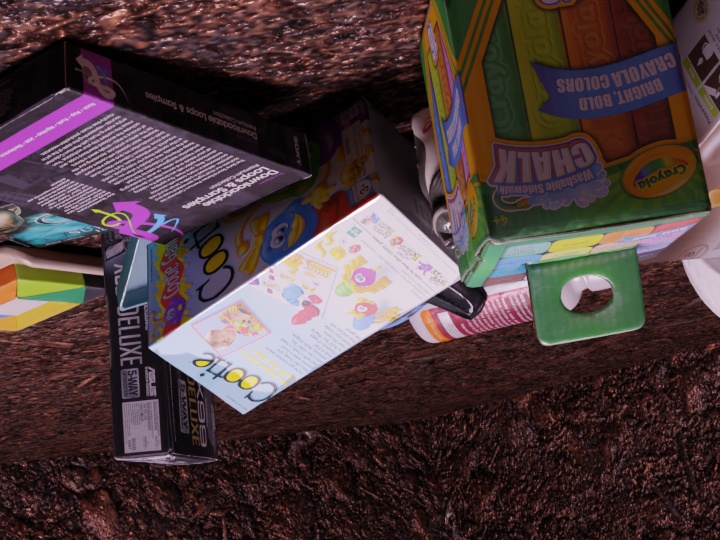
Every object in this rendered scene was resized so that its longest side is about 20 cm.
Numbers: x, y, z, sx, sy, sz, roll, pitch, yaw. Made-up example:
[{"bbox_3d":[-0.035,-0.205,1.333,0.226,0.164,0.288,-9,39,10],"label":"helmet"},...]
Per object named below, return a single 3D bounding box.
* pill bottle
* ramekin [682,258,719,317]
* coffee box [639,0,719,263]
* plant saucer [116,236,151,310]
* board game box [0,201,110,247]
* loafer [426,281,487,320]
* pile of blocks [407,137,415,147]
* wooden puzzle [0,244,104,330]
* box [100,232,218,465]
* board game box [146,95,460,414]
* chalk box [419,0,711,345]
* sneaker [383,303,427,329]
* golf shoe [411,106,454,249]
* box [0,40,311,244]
[{"bbox_3d":[0.144,-0.003,1.346,0.199,0.114,0.113,-14,169,21],"label":"pill bottle"},{"bbox_3d":[0.339,-0.049,1.093,0.199,0.202,0.105,-15,159,24],"label":"ramekin"},{"bbox_3d":[0.226,-0.094,0.878,0.114,0.080,0.200,-3,146,-30],"label":"coffee box"},{"bbox_3d":[-0.109,-0.021,1.091,0.199,0.019,0.070,-18,137,-48],"label":"plant saucer"},{"bbox_3d":[-0.170,-0.059,0.997,0.199,0.028,0.135,-13,169,11],"label":"board game box"},{"bbox_3d":[0.000,0.000,1.071,0.199,0.071,0.068,23,169,-4],"label":"loafer"},{"bbox_3d":[0.074,-0.055,1.100,0.062,0.083,0.200,-14,168,23],"label":"pile of blocks"},{"bbox_3d":[-0.314,0.022,1.259,0.199,0.038,0.185,-16,168,28],"label":"wooden puzzle"},{"bbox_3d":[-0.164,0.058,1.147,0.049,0.202,0.158,-7,169,6],"label":"box"},{"bbox_3d":[-0.041,-0.008,0.961,0.199,0.103,0.105,-32,131,21],"label":"board game box"},{"bbox_3d":[0.112,-0.063,0.777,0.124,0.201,0.124,-10,169,-4],"label":"chalk box"},{"bbox_3d":[0.070,-0.004,1.281,0.200,0.066,0.078,-39,157,26],"label":"sneaker"},{"bbox_3d":[0.094,-0.050,0.937,0.077,0.088,0.200,-30,158,12],"label":"golf shoe"},{"bbox_3d":[-0.147,-0.071,0.856,0.142,0.036,0.199,-21,155,35],"label":"box"}]
